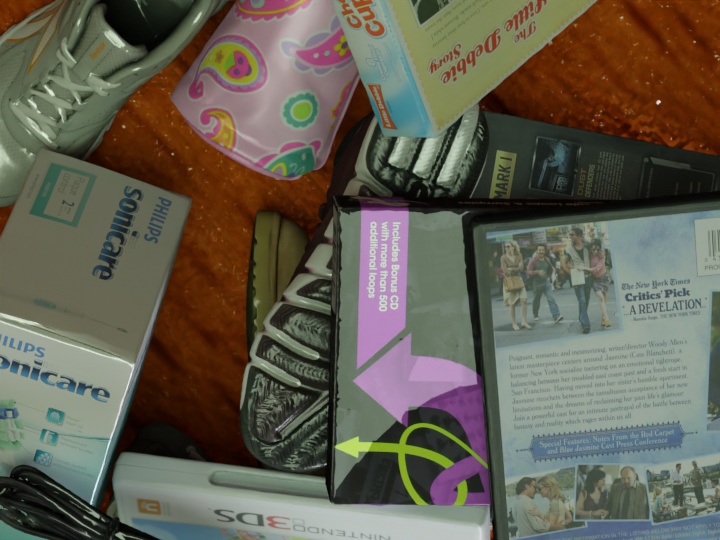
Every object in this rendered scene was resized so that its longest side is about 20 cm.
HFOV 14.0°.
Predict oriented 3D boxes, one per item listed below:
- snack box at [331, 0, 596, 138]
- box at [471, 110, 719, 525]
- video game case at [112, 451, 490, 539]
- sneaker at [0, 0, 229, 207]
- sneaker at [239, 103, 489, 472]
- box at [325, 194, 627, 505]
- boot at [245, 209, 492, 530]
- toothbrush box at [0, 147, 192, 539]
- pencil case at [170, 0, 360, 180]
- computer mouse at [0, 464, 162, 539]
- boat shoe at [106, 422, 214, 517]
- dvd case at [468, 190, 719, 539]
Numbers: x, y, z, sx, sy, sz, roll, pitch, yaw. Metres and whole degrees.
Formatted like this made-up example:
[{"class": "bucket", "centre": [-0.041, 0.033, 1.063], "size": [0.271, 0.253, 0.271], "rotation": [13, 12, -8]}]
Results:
[{"class": "snack box", "centre": [0.064, -0.161, 1.363], "size": [0.037, 0.200, 0.116], "rotation": [6, 127, 44]}, {"class": "box", "centre": [0.107, 0.032, 1.447], "size": [0.158, 0.051, 0.200], "rotation": [10, 84, -8]}, {"class": "video game case", "centre": [-0.025, 0.167, 1.468], "size": [0.182, 0.022, 0.200], "rotation": [6, 141, 8]}, {"class": "sneaker", "centre": [-0.135, -0.106, 1.440], "size": [0.076, 0.092, 0.200], "rotation": [41, 105, -8]}, {"class": "sneaker", "centre": [0.000, 0.000, 1.426], "size": [0.076, 0.116, 0.200], "rotation": [27, 93, -10]}, {"class": "box", "centre": [0.085, 0.038, 1.360], "size": [0.200, 0.036, 0.143], "rotation": [0, 102, -5]}, {"class": "boot", "centre": [0.044, 0.051, 1.494], "size": [0.200, 0.066, 0.175], "rotation": [-4, 90, -6]}, {"class": "toothbrush box", "centre": [-0.156, 0.066, 1.438], "size": [0.085, 0.146, 0.200], "rotation": [19, 126, -3]}, {"class": "pencil case", "centre": [-0.010, -0.141, 1.427], "size": [0.087, 0.087, 0.200], "rotation": [32, 103, -6]}, {"class": "computer mouse", "centre": [-0.128, 0.190, 1.394], "size": [0.140, 0.046, 0.200], "rotation": [24, 118, 12]}, {"class": "boat shoe", "centre": [-0.052, 0.152, 1.525], "size": [0.067, 0.057, 0.200], "rotation": [-24, 126, 33]}, {"class": "dvd case", "centre": [0.127, 0.065, 1.342], "size": [0.143, 0.018, 0.200], "rotation": [-6, 104, -3]}]
